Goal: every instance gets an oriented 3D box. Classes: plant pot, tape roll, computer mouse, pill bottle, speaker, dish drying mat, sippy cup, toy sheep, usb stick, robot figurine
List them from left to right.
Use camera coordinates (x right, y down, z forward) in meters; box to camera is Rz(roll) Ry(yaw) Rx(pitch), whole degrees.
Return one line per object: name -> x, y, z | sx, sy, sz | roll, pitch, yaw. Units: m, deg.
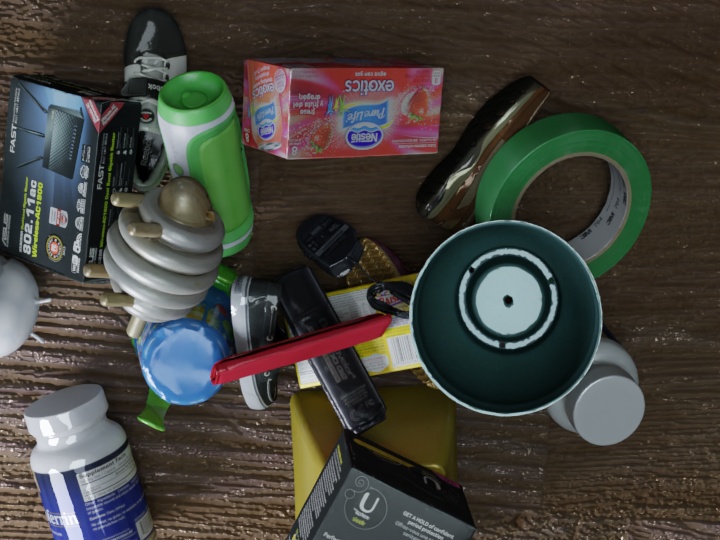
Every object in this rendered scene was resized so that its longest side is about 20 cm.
robot figurine -> -0.443, 0.030, 1.645 | 0.197, 0.114, 0.170 | 16, 144, -5
pill bottle -> -0.313, 0.241, 1.703 | 0.114, 0.116, 0.203 | -15, 103, 0
toy sheep -> -0.212, -0.013, 1.560 | 0.136, 0.138, 0.201 | 25, 120, -9
sippy cup -> -0.194, 0.087, 1.667 | 0.137, 0.130, 0.181 | -9, 103, -2
speaker -> -0.166, -0.113, 1.607 | 0.087, 0.089, 0.202 | -8, 132, -2
dish drying mat -> -0.065, 0.084, 1.595 | 0.197, 0.077, 0.018 | -17, 76, -13
usb stick -> -0.036, 0.087, 1.660 | 0.055, 0.033, 0.202 | -27, 80, -12
computer mouse -> 0.000, 0.000, 1.653 | 0.059, 0.200, 0.034 | -41, 144, -14
plant pot -> 0.023, 0.258, 1.698 | 0.197, 0.177, 0.203 | -3, 104, -4
plant pot -> 0.156, 0.040, 1.577 | 0.197, 0.134, 0.204 | 1, 98, 7
tape roll -> 0.227, -0.075, 1.662 | 0.197, 0.048, 0.203 | -9, 124, -14
pill bottle -> 0.244, 0.112, 1.658 | 0.109, 0.200, 0.113 | -4, 112, -10

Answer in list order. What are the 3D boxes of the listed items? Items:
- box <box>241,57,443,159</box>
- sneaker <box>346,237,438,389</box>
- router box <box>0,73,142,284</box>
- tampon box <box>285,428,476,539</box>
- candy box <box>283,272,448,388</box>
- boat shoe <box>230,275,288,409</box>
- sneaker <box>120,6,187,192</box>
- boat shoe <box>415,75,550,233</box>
box -> -0.019, -0.176, 1.590 | 0.198, 0.102, 0.096 | -5, 106, -34
sneaker -> 0.060, 0.047, 1.711 | 0.075, 0.090, 0.201 | -40, 78, 27
router box -> -0.319, -0.101, 1.609 | 0.149, 0.062, 0.203 | 17, 105, 36
tampon box -> 0.005, 0.299, 1.550 | 0.148, 0.126, 0.202 | 27, 100, -10
candy box -> 0.007, 0.067, 1.675 | 0.198, 0.026, 0.104 | -12, 89, 28
boat shoe -> -0.107, 0.087, 1.666 | 0.056, 0.069, 0.202 | 2, 137, 6
sneaker -> -0.226, -0.184, 1.621 | 0.073, 0.089, 0.203 | 2, 103, -10
boat shoe -> 0.147, -0.127, 1.674 | 0.074, 0.076, 0.200 | 36, 105, -18
